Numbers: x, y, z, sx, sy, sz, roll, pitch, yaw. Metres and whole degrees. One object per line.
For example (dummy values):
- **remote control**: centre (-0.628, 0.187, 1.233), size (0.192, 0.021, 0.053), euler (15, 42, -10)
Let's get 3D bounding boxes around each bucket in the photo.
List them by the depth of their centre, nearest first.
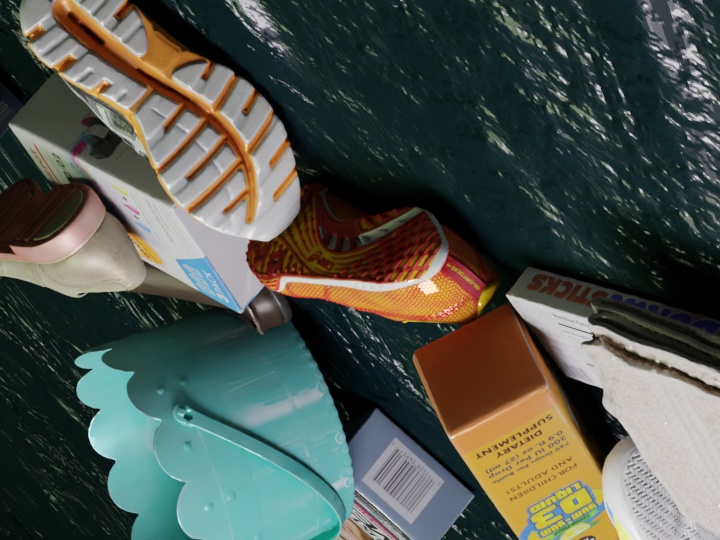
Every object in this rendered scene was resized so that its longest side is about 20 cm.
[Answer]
- **bucket**: centre (-0.101, 0.122, 1.562), size (0.208, 0.134, 0.208), euler (55, 157, 36)

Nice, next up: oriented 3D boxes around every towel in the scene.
- **towel**: centre (0.189, 0.092, 1.089), size (0.132, 0.035, 0.200), euler (22, 158, 43)

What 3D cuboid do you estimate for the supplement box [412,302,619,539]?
- **supplement box**: centre (0.099, 0.103, 1.267), size (0.200, 0.066, 0.069), euler (54, -170, -53)

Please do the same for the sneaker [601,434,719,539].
- **sneaker**: centre (0.182, 0.162, 1.282), size (0.200, 0.076, 0.105), euler (49, 161, -27)

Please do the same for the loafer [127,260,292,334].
- **loafer**: centre (-0.132, -0.005, 1.522), size (0.199, 0.071, 0.073), euler (31, 160, 27)

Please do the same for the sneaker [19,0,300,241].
- **sneaker**: centre (-0.111, -0.098, 1.278), size (0.200, 0.078, 0.077), euler (46, 175, -7)

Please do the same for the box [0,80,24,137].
- **box**: centre (-0.337, -0.149, 1.631), size (0.158, 0.051, 0.200), euler (44, 163, -14)

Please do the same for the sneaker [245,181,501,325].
- **sneaker**: centre (0.000, 0.000, 1.276), size (0.077, 0.073, 0.200), euler (40, 168, -34)

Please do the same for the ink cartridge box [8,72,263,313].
- **ink cartridge box**: centre (-0.144, -0.063, 1.416), size (0.199, 0.068, 0.115), euler (27, 158, 37)

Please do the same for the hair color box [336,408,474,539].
- **hair color box**: centre (0.005, 0.169, 1.682), size (0.099, 0.061, 0.200), euler (42, 163, -4)

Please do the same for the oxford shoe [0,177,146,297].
- **oxford shoe**: centre (-0.204, -0.011, 1.437), size (0.074, 0.071, 0.200), euler (45, 164, -24)

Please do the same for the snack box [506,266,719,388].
- **snack box**: centre (0.161, 0.047, 1.131), size (0.199, 0.024, 0.072), euler (17, 151, 51)
